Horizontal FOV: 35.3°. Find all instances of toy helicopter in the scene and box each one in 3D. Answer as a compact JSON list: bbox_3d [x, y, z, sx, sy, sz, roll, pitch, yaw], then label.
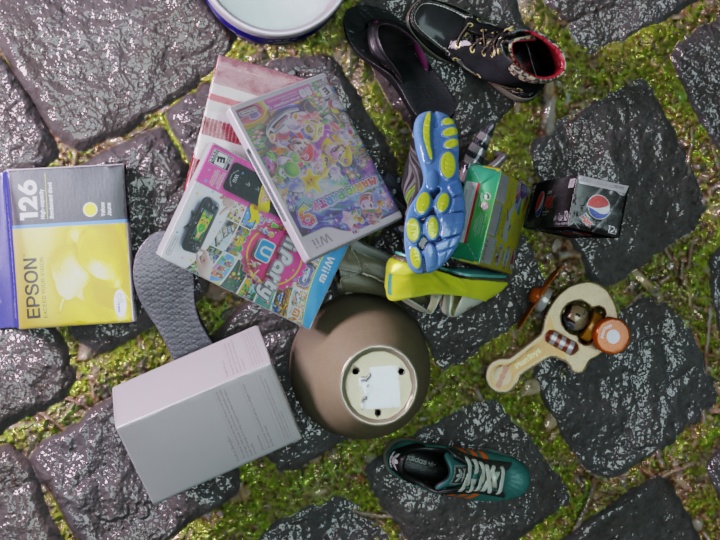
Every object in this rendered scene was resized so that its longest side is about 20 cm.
[{"bbox_3d":[0.241,0.084,1.470,0.199,0.079,0.133,-35,94,-1],"label":"toy helicopter"}]

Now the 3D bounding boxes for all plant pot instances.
[{"bbox_3d":[0.011,0.127,1.381,0.185,0.200,0.190,0,92,-7],"label":"plant pot"}]

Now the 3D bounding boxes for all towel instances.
[{"bbox_3d":[-0.129,-0.146,1.377,0.142,0.023,0.203,14,90,-14],"label":"towel"}]

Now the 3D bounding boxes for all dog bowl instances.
[{"bbox_3d":[-0.108,-0.388,1.413,0.197,0.079,0.203,0,91,-7],"label":"dog bowl"}]

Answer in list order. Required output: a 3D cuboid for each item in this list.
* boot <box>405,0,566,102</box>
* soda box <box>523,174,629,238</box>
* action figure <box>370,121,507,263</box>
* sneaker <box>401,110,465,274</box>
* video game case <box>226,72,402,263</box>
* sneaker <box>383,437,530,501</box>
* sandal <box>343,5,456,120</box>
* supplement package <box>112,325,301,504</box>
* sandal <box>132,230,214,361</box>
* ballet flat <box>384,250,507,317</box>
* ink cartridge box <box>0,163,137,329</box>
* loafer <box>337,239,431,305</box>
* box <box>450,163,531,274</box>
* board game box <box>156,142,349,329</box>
[{"bbox_3d":[0.158,-0.287,1.408,0.202,0.154,0.074,31,88,-7],"label":"boot"},{"bbox_3d":[0.265,-0.077,1.404,0.070,0.200,0.064,11,91,-7],"label":"soda box"},{"bbox_3d":[0.091,-0.107,1.415,0.199,0.104,0.195,33,69,-31],"label":"action figure"},{"bbox_3d":[0.085,-0.087,1.336,0.070,0.083,0.202,4,67,-4],"label":"sneaker"},{"bbox_3d":[-0.053,-0.124,1.330,0.142,0.018,0.202,-25,83,-31],"label":"video game case"},{"bbox_3d":[0.129,0.263,1.457,0.197,0.080,0.072,10,90,-7],"label":"sneaker"},{"bbox_3d":[0.053,-0.269,1.423,0.075,0.048,0.201,-33,73,-18],"label":"sandal"},{"bbox_3d":[-0.190,0.174,1.386,0.198,0.117,0.118,-22,115,-6],"label":"supplement package"},{"bbox_3d":[-0.235,0.048,1.431,0.075,0.043,0.203,-17,104,-7],"label":"sandal"},{"bbox_3d":[0.103,0.023,1.399,0.198,0.066,0.068,10,93,-43],"label":"ballet flat"},{"bbox_3d":[-0.385,-0.029,1.409,0.197,0.047,0.201,-4,93,-9],"label":"ink cartridge box"},{"bbox_3d":[0.000,0.000,1.441,0.198,0.075,0.070,30,88,0],"label":"loafer"},{"bbox_3d":[0.167,-0.060,1.409,0.048,0.200,0.119,14,90,23],"label":"box"},{"bbox_3d":[-0.121,-0.041,1.343,0.198,0.064,0.149,26,87,-16],"label":"board game box"}]
